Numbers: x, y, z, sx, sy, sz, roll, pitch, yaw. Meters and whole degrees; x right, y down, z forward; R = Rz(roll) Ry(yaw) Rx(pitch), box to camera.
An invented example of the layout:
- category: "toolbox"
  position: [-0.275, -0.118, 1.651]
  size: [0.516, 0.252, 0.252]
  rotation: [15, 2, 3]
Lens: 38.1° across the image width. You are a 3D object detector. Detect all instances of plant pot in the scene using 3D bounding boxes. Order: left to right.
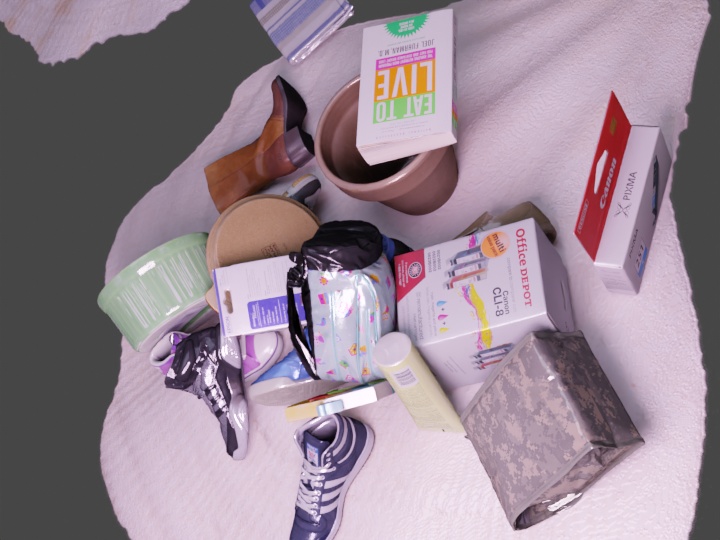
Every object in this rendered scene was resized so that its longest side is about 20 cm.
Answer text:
- category: "plant pot"
  position: [0.057, -0.165, 1.501]
  size: [0.198, 0.175, 0.202]
  rotation: [-12, 61, 23]

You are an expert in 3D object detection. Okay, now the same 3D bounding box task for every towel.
- category: "towel"
  position: [-0.106, -0.459, 1.830]
  size: [0.147, 0.024, 0.201]
  rotation: [-41, 52, 9]

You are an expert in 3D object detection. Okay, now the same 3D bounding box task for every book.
- category: "book"
  position: [0.067, -0.251, 1.407]
  size: [0.132, 0.048, 0.202]
  rotation: [-9, 61, 21]

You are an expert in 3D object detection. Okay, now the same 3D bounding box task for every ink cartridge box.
- category: "ink cartridge box"
  position: [-0.100, 0.030, 1.440]
  size: [0.198, 0.039, 0.101]
  rotation: [-9, 84, -6]
- category: "ink cartridge box"
  position: [0.164, 0.047, 1.354]
  size: [0.198, 0.145, 0.147]
  rotation: [-16, 56, 21]
- category: "ink cartridge box"
  position: [0.334, -0.094, 1.311]
  size: [0.044, 0.176, 0.202]
  rotation: [9, 71, 31]

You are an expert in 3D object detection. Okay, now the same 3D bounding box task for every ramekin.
- category: "ramekin"
  position: [-0.287, 0.038, 1.579]
  size: [0.199, 0.200, 0.098]
  rotation: [-35, 81, 9]

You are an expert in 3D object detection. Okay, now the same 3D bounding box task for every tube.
- category: "tube"
  position: [0.074, 0.154, 1.323]
  size: [0.052, 0.201, 0.058]
  rotation: [-37, 43, -5]

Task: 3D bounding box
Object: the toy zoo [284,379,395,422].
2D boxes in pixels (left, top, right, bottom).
- category: "toy zoo"
  position: [-0.014, 0.166, 1.370]
  size: [0.130, 0.200, 0.021]
  rotation: [-16, 86, 22]

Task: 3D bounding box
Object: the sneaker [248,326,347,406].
- category: "sneaker"
  position: [-0.074, 0.117, 1.496]
  size: [0.198, 0.077, 0.112]
  rotation: [-22, 59, 18]

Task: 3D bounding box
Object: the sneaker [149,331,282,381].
- category: "sneaker"
  position: [-0.221, 0.123, 1.553]
  size: [0.199, 0.114, 0.073]
  rotation: [-19, 57, 18]

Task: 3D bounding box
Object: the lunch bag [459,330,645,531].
- category: "lunch bag"
  position: [0.217, 0.197, 1.265]
  size: [0.200, 0.117, 0.165]
  rotation: [-51, 51, 36]

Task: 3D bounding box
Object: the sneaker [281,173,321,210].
- category: "sneaker"
  position: [-0.102, -0.050, 1.608]
  size: [0.087, 0.076, 0.201]
  rotation: [28, 84, 19]

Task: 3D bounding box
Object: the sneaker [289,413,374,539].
- category: "sneaker"
  position: [-0.060, 0.281, 1.387]
  size: [0.070, 0.108, 0.201]
  rotation: [19, 77, 35]

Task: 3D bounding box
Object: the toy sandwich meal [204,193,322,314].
- category: "toy sandwich meal"
  position: [-0.135, -0.010, 1.512]
  size: [0.203, 0.070, 0.208]
  rotation: [3, 72, -11]

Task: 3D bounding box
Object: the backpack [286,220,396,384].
- category: "backpack"
  position: [-0.016, 0.049, 1.344]
  size: [0.125, 0.167, 0.202]
  rotation: [2, 107, 20]

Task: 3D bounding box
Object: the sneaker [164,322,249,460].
- category: "sneaker"
  position: [-0.221, 0.177, 1.499]
  size: [0.112, 0.075, 0.203]
  rotation: [-7, 93, -5]

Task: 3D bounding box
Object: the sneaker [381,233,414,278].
- category: "sneaker"
  position: [0.000, 0.000, 1.524]
  size: [0.199, 0.077, 0.071]
  rotation: [-15, 60, 47]

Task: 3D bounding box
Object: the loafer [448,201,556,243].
- category: "loafer"
  position: [0.170, -0.036, 1.442]
  size: [0.198, 0.076, 0.068]
  rotation: [-18, 58, 9]

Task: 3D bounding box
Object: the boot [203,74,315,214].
- category: "boot"
  position: [-0.175, -0.209, 1.737]
  size: [0.199, 0.068, 0.190]
  rotation: [-30, 63, 22]
